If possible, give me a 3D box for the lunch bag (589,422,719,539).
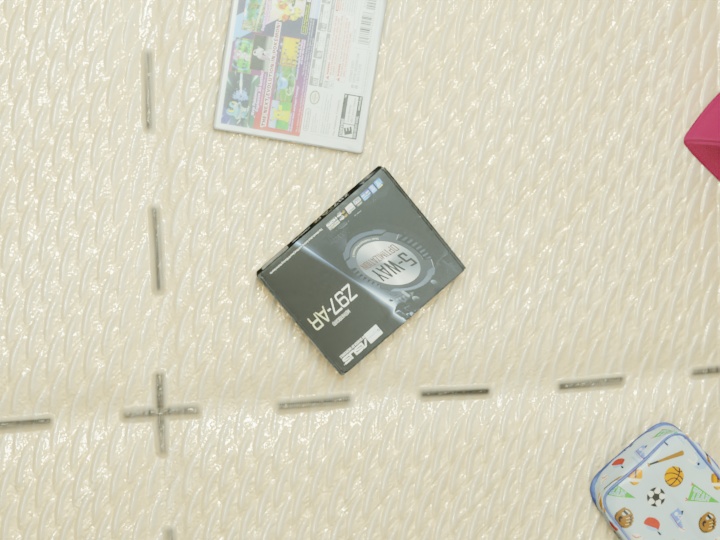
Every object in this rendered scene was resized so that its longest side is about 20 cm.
[{"bbox_3d":[0.397,0.299,1.618,0.160,0.076,0.200,-40,99,-4],"label":"lunch bag"}]

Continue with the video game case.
[{"bbox_3d":[-0.070,-0.251,1.523,0.180,0.023,0.202,9,96,-8],"label":"video game case"}]

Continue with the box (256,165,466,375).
[{"bbox_3d":[0.000,0.000,1.548,0.200,0.044,0.161,-40,99,-2],"label":"box"}]

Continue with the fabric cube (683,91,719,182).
[{"bbox_3d":[0.537,-0.155,1.522,0.200,0.199,0.196,42,91,-10],"label":"fabric cube"}]
